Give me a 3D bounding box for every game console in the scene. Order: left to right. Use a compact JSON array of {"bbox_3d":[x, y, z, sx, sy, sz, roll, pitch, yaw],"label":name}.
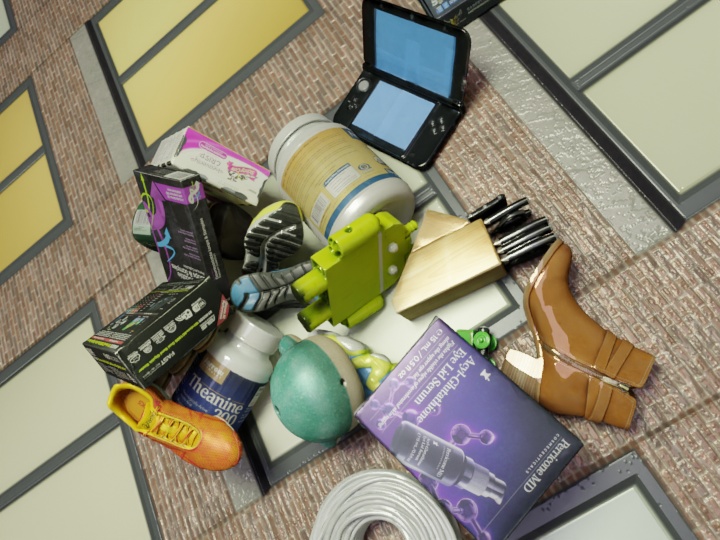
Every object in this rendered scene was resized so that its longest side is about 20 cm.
[{"bbox_3d":[0.051,-0.280,0.781,0.199,0.119,0.173,34,90,28],"label":"game console"}]

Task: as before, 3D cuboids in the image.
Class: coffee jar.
[{"bbox_3d":[-0.275,-0.069,0.870,0.198,0.104,0.086,6,76,24],"label":"coffee jar"}]

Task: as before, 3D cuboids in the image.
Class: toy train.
[{"bbox_3d":[0.139,0.171,0.662,0.056,0.042,0.202,-1,75,33],"label":"toy train"}]

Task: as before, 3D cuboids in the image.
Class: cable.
[{"bbox_3d":[0.030,0.353,0.642,0.198,0.069,0.202,10,79,24],"label":"cable"}]

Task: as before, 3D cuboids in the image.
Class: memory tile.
[{"bbox_3d":[-0.277,0.095,0.813,0.153,0.017,0.200,-44,29,8],"label":"memory tile"}]

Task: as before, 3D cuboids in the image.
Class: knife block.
[{"bbox_3d":[0.155,-0.006,0.689,0.174,0.064,0.202,20,84,27],"label":"knife block"}]

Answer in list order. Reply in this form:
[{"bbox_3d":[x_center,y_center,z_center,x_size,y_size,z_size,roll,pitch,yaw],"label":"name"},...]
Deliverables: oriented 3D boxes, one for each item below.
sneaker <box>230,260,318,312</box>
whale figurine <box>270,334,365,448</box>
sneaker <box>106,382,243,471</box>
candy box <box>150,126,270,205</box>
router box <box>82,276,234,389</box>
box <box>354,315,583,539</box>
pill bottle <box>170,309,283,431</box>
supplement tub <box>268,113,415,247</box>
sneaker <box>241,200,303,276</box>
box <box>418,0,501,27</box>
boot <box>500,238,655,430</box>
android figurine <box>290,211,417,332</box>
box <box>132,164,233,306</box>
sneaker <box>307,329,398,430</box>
[{"bbox_3d":[-0.091,0.022,0.782,0.198,0.082,0.074,-2,90,0],"label":"sneaker"},{"bbox_3d":[-0.080,0.165,0.681,0.200,0.103,0.160,-28,85,54],"label":"whale figurine"},{"bbox_3d":[-0.246,0.208,0.676,0.198,0.077,0.074,20,85,14],"label":"sneaker"},{"bbox_3d":[-0.243,-0.157,0.817,0.199,0.136,0.062,14,80,58],"label":"candy box"},{"bbox_3d":[-0.286,0.081,0.723,0.199,0.062,0.150,-5,32,52],"label":"router box"},{"bbox_3d":[0.117,0.176,0.583,0.200,0.104,0.148,40,86,18],"label":"box"},{"bbox_3d":[-0.200,0.163,0.768,0.111,0.111,0.201,32,90,27],"label":"pill bottle"},{"bbox_3d":[-0.032,-0.122,0.757,0.145,0.145,0.200,-45,64,6],"label":"supplement tub"},{"bbox_3d":[-0.135,-0.059,0.780,0.200,0.077,0.091,136,145,-55],"label":"sneaker"},{"bbox_3d":[0.178,-0.489,0.822,0.199,0.051,0.159,-28,65,14],"label":"box"},{"bbox_3d":[0.265,0.074,0.611,0.154,0.077,0.202,17,85,28],"label":"boot"},{"bbox_3d":[0.000,0.000,0.692,0.199,0.183,0.041,-32,55,-23],"label":"android figurine"},{"bbox_3d":[-0.260,-0.047,0.761,0.142,0.036,0.202,16,126,41],"label":"box"},{"bbox_3d":[-0.002,0.155,0.706,0.198,0.076,0.106,20,85,26],"label":"sneaker"}]
